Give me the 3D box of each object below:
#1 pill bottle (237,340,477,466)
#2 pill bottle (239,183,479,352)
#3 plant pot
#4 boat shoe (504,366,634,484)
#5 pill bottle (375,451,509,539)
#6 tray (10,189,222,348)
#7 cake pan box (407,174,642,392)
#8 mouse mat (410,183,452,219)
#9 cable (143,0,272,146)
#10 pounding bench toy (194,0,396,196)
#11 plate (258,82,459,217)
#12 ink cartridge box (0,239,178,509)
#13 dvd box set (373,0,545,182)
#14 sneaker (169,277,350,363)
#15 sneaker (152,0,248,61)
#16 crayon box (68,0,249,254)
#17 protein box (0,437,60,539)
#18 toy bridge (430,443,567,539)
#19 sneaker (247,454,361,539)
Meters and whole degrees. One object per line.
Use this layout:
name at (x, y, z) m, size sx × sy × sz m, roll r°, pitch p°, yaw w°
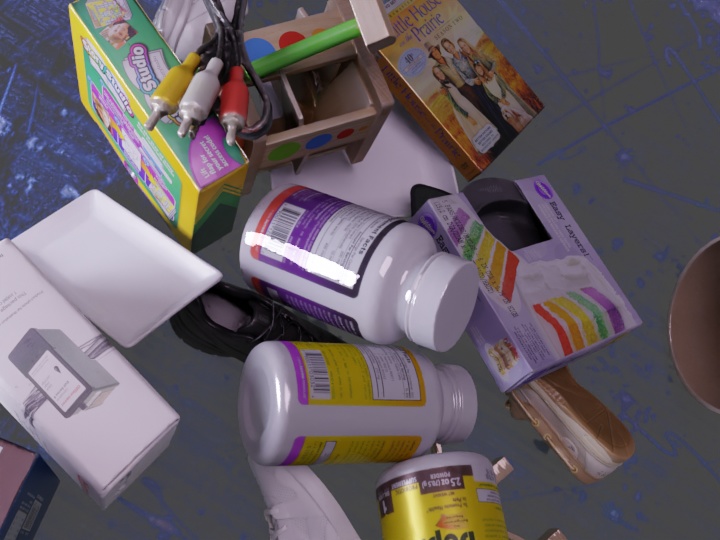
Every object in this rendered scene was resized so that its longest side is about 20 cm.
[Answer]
pill bottle at (0.001, 0.117, 0.796) m, size 0.199 × 0.104 × 0.105 m, roll 5°, pitch 70°, yaw -27°
pill bottle at (0.000, 0.000, 0.813) m, size 0.199 × 0.112 × 0.112 m, roll 21°, pitch 65°, yaw 27°
plant pot at (0.463, 0.065, 0.946) m, size 0.199 × 0.187 × 0.188 m, roll 8°, pitch 70°, yaw -26°
boat shoe at (0.176, 0.125, 0.893) m, size 0.074 × 0.069 × 0.200 m, roll -8°, pitch 49°, yaw -44°
pill bottle at (0.079, 0.265, 0.773) m, size 0.109 × 0.109 × 0.201 m, roll -2°, pitch 63°, yaw -15°
tray at (-0.223, -0.003, 0.814) m, size 0.200 × 0.022 × 0.107 m, roll 31°, pitch 57°, yaw 33°
cake pan box at (0.160, 0.002, 0.891) m, size 0.184 × 0.052 × 0.200 m, roll -13°, pitch 66°, yaw -41°
mouse mat at (0.139, -0.001, 0.919) m, size 0.199 × 0.008 × 0.162 m, roll 15°, pitch 53°, yaw -25°
cable at (-0.109, -0.187, 0.748) m, size 0.097 × 0.050 × 0.201 m, roll 12°, pitch 70°, yaw -5°
pounding bench toy at (-0.067, -0.175, 0.828) m, size 0.155 × 0.200 × 0.125 m, roll -19°, pitch 77°, yaw -20°
plate at (-0.006, -0.142, 0.958) m, size 0.199 × 0.032 × 0.201 m, roll -5°, pitch 74°, yaw -15°
ink cartridge box at (-0.250, 0.092, 0.749) m, size 0.200 × 0.146 × 0.084 m, roll 45°, pitch 67°, yaw 3°
dvd box set at (0.096, -0.213, 0.977) m, size 0.200 × 0.029 × 0.146 m, roll 49°, pitch 55°, yaw -5°
sneaker at (-0.082, 0.065, 0.839) m, size 0.199 × 0.091 × 0.076 m, roll 22°, pitch 68°, yaw -9°
sneaker at (-0.156, -0.301, 0.961) m, size 0.087 × 0.074 × 0.201 m, roll 22°, pitch 75°, yaw -19°
crayon box at (-0.186, -0.132, 0.832) m, size 0.058 × 0.173 × 0.200 m, roll -33°, pitch 83°, yaw -21°
protein box at (-0.334, 0.215, 0.666) m, size 0.134 × 0.199 × 0.201 m, roll 24°, pitch 68°, yaw -6°
toy bridge at (0.117, 0.207, 0.877) m, size 0.067 × 0.027 × 0.200 m, roll -35°, pitch 84°, yaw -19°
sneaker at (-0.064, 0.252, 0.792) m, size 0.115 × 0.074 × 0.200 m, roll -33°, pitch 84°, yaw -25°
